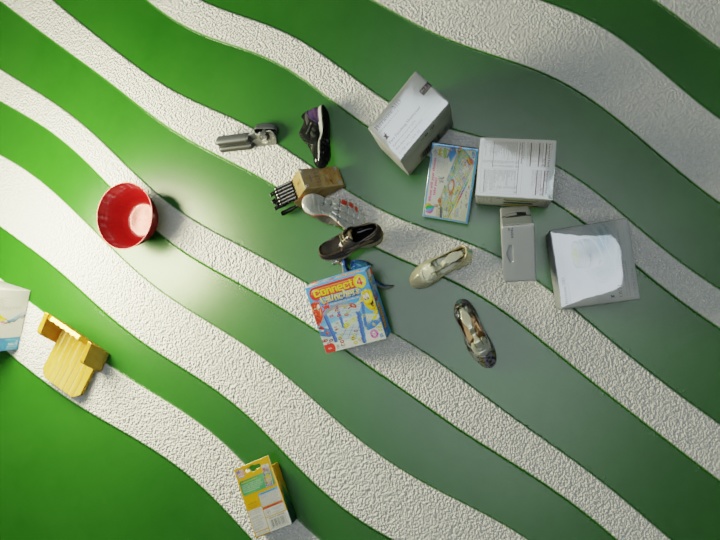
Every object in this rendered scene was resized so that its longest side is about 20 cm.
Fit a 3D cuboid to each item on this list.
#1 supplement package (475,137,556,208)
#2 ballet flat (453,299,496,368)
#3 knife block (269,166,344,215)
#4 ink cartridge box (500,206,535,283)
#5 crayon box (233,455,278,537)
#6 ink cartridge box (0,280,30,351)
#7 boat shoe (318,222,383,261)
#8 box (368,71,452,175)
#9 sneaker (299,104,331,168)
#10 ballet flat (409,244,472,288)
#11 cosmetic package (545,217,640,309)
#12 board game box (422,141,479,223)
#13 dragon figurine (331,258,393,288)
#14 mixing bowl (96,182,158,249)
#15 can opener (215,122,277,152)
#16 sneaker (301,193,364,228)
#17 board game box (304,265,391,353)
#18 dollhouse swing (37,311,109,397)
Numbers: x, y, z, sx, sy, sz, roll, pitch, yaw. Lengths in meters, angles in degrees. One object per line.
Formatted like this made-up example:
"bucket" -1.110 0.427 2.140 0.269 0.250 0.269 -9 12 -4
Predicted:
"supplement package" 0.410 -0.256 1.593 0.193 0.152 0.157 5 88 13
"ballet flat" 0.310 0.175 1.636 0.071 0.072 0.205 -27 82 10
"knife block" -0.166 -0.231 1.777 0.175 0.195 0.066 -41 66 53
"ink cartridge box" 0.404 -0.071 1.541 0.081 0.200 0.150 -3 107 13
"crayon box" -0.279 0.657 1.755 0.122 0.051 0.206 -23 83 11
"ink cartridge box" -1.204 0.144 1.949 0.142 0.146 0.207 14 90 13
"boat shoe" -0.031 -0.092 1.690 0.194 0.074 0.076 -22 61 -1
"box" 0.142 -0.395 1.638 0.130 0.200 0.200 43 96 11
"sneaker" -0.138 -0.384 1.761 0.085 0.076 0.207 -10 63 18
"ballet flat" 0.220 -0.013 1.668 0.196 0.069 0.071 -30 81 10
"cosmetic package" 0.597 -0.013 1.553 0.193 0.123 0.207 -9 85 13
"board game box" 0.250 -0.243 1.660 0.130 0.034 0.207 11 106 13
"dragon figurine" 0.000 0.000 1.722 0.193 0.059 0.103 5 88 15
"mixing bowl" -0.709 -0.163 1.870 0.193 0.108 0.208 -1 86 13
"can opener" -0.346 -0.410 1.838 0.193 0.054 0.069 -3 54 13
"sneaker" -0.081 -0.168 1.750 0.195 0.082 0.079 22 75 -9
"board game box" -0.035 0.112 1.686 0.194 0.056 0.202 -16 100 20
"dollhouse swing" -0.933 0.274 1.876 0.196 0.183 0.179 29 73 12
